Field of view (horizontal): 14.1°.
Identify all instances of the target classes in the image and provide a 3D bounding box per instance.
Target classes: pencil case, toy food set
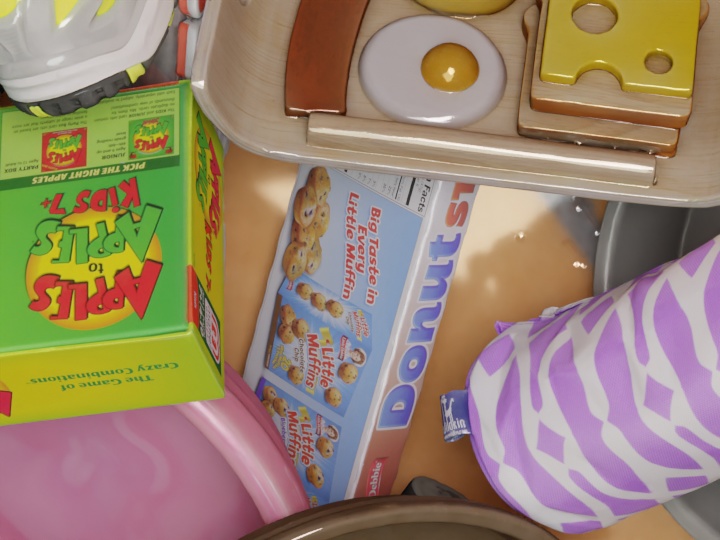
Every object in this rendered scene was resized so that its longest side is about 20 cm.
[{"bbox_3d":[0.125,0.024,0.999,0.084,0.086,0.200,23,144,-38],"label":"pencil case"},{"bbox_3d":[0.051,-0.104,1.005,0.199,0.144,0.060,7,148,4],"label":"toy food set"}]

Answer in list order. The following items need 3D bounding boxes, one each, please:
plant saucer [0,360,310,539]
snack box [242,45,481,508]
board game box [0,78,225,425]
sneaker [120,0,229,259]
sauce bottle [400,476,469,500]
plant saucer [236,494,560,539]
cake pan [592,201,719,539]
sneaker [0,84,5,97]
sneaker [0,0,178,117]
[{"bbox_3d":[-0.101,0.081,1.090,0.200,0.051,0.201,15,130,19],"label":"plant saucer"},{"bbox_3d":[0.000,0.000,1.083,0.072,0.024,0.201,30,112,39],"label":"snack box"},{"bbox_3d":[-0.148,0.001,1.000,0.199,0.102,0.048,-7,149,9],"label":"board game box"},{"bbox_3d":[-0.091,-0.052,1.072,0.082,0.077,0.201,9,106,9],"label":"sneaker"},{"bbox_3d":[-0.017,0.169,1.134,0.066,0.066,0.200,34,103,-5],"label":"sauce bottle"},{"bbox_3d":[-0.007,0.153,1.056,0.199,0.030,0.201,-13,132,-14],"label":"plant saucer"},{"bbox_3d":[0.170,0.013,1.032,0.200,0.037,0.201,2,93,43],"label":"cake pan"},{"bbox_3d":[-0.168,-0.075,1.071,0.077,0.078,0.200,33,105,-10],"label":"sneaker"},{"bbox_3d":[-0.087,-0.147,0.984,0.075,0.201,0.076,-12,135,23],"label":"sneaker"}]
